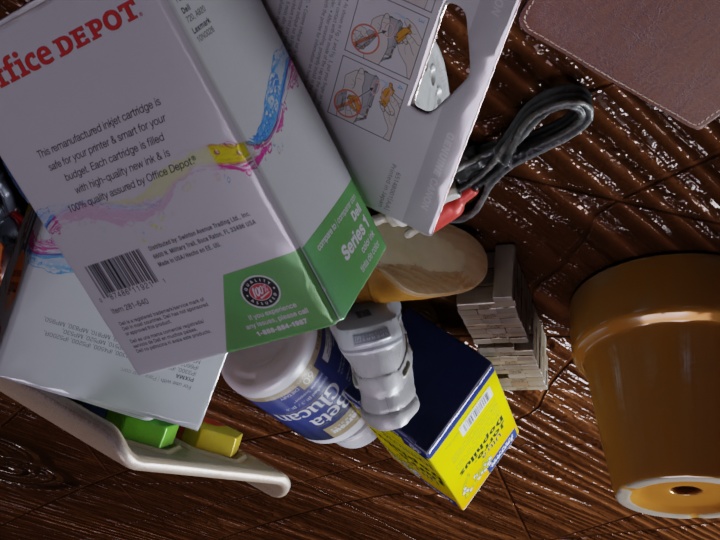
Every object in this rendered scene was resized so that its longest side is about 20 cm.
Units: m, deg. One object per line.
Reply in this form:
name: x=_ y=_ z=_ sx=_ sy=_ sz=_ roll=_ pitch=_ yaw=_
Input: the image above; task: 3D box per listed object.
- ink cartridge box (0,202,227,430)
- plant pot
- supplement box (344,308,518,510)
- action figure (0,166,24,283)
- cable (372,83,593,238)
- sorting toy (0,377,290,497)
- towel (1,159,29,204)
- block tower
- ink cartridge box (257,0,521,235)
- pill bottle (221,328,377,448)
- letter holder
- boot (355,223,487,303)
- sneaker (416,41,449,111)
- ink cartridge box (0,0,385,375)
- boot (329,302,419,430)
ink cartridge box: x=-0.151 y=-0.022 z=0.685 sx=0.143 sy=0.202 sz=0.145 roll=18 pitch=-172 yaw=-23
plant pot: x=0.288 y=0.114 z=0.902 sx=0.197 sy=0.186 sz=0.201 roll=5 pitch=151 yaw=3
supplement box: x=0.079 y=0.147 z=1.037 sx=0.108 sy=0.110 sz=0.200 roll=32 pitch=166 yaw=29
action figure: x=-0.348 y=-0.015 z=0.873 sx=0.191 sy=0.105 sz=0.201 roll=19 pitch=148 yaw=13
cable: x=0.094 y=-0.069 z=0.748 sx=0.198 sy=0.051 sz=0.097 roll=-17 pitch=145 yaw=38
sorting toy: x=-0.165 y=0.106 z=0.736 sx=0.184 sy=0.037 sz=0.200 roll=19 pitch=172 yaw=34
towel: x=-0.218 y=-0.062 z=0.831 sx=0.110 sy=0.049 sz=0.201 roll=5 pitch=151 yaw=4
block tower: x=0.136 y=0.050 z=0.954 sx=0.057 sy=0.055 sz=0.201 roll=-4 pitch=149 yaw=17
ink cartridge box: x=-0.008 y=-0.139 z=0.523 sx=0.174 sy=0.045 sz=0.202 roll=24 pitch=127 yaw=6
pill bottle: x=-0.048 y=0.112 z=1.044 sx=0.110 sy=0.112 sz=0.200 roll=-10 pitch=148 yaw=27
letter holder: x=0.180 y=-0.181 z=0.480 sx=0.141 sy=0.102 sz=0.200 roll=21 pitch=148 yaw=-21
boot: x=0.000 y=0.001 z=0.897 sx=0.198 sy=0.072 sz=0.144 roll=3 pitch=166 yaw=-12
sneaker: x=-0.029 y=-0.125 z=0.657 sx=0.144 sy=0.082 sz=0.200 roll=4 pitch=156 yaw=21
ink cartridge box: x=-0.098 y=-0.060 z=0.532 sx=0.143 sy=0.084 sz=0.202 roll=-16 pitch=113 yaw=30
boot: x=0.011 y=0.080 z=0.898 sx=0.072 sy=0.097 sz=0.200 roll=-12 pitch=-173 yaw=3
